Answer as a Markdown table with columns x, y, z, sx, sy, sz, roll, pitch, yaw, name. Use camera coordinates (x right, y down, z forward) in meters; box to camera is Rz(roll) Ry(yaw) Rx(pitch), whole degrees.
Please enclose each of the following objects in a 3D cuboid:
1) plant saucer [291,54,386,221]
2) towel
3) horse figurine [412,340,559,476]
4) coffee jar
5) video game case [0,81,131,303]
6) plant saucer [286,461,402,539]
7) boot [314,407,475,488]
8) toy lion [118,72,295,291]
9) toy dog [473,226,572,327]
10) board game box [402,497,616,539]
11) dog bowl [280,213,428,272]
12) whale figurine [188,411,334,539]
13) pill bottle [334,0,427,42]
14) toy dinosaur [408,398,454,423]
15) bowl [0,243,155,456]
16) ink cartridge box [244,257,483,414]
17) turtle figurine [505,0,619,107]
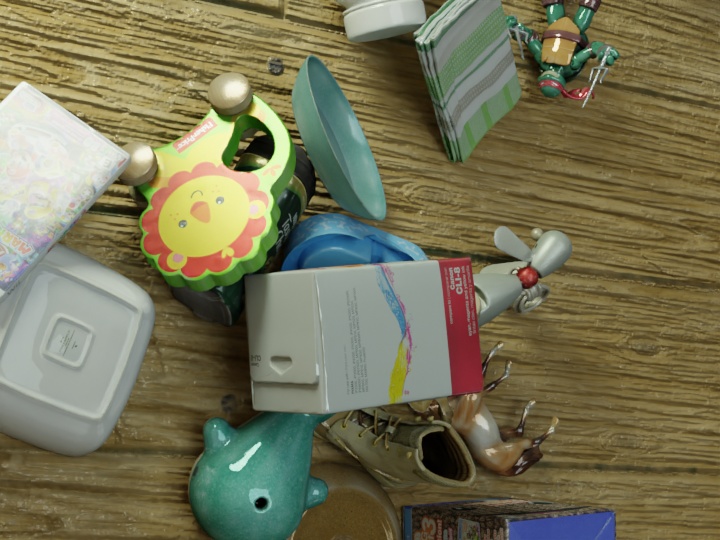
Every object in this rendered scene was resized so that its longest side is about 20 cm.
| x | y | z | sx | sy | sz | roll | pitch | yaw | name |
| --- | --- | --- | --- | --- | --- | --- | --- | --- | --- |
| -0.029 | -0.141 | 1.614 | 0.036 | 0.200 | 0.201 | -22 | 100 | 13 | plant saucer |
| 0.137 | -0.243 | 1.730 | 0.149 | 0.031 | 0.200 | -47 | 139 | -24 | towel |
| 0.157 | 0.181 | 1.745 | 0.132 | 0.050 | 0.200 | -43 | 113 | -15 | horse figurine |
| -0.123 | -0.046 | 1.563 | 0.085 | 0.104 | 0.200 | 26 | 69 | 10 | coffee jar |
| -0.345 | -0.081 | 1.442 | 0.143 | 0.018 | 0.200 | 35 | 66 | 9 | video game case |
| -0.028 | 0.317 | 1.633 | 0.199 | 0.035 | 0.201 | 3 | 85 | -31 | plant saucer |
| 0.022 | 0.175 | 1.605 | 0.200 | 0.155 | 0.073 | 44 | 67 | -19 | boot |
| -0.147 | -0.081 | 1.496 | 0.200 | 0.069 | 0.192 | -38 | 62 | -9 | toy lion |
| 0.150 | 0.007 | 1.736 | 0.200 | 0.132 | 0.096 | -27 | 66 | -36 | toy dog |
| 0.168 | 0.318 | 1.655 | 0.159 | 0.200 | 0.097 | 1 | 86 | -33 | board game box |
| 0.000 | 0.000 | 1.639 | 0.199 | 0.112 | 0.050 | 22 | 35 | -28 | dog bowl |
| -0.095 | 0.204 | 1.540 | 0.159 | 0.104 | 0.200 | 35 | 86 | -15 | whale figurine |
| 0.011 | -0.371 | 1.669 | 0.113 | 0.113 | 0.201 | -13 | 92 | -31 | pill bottle |
| 0.057 | 0.107 | 1.637 | 0.200 | 0.058 | 0.101 | 34 | 51 | -37 | toy dinosaur |
| -0.306 | 0.072 | 1.463 | 0.199 | 0.075 | 0.201 | 28 | 71 | -27 | bowl |
| 0.000 | 0.066 | 1.496 | 0.199 | 0.145 | 0.145 | -5 | 90 | -35 | ink cartridge box |
| 0.251 | -0.292 | 1.820 | 0.149 | 0.101 | 0.201 | 12 | 73 | 6 | turtle figurine |
